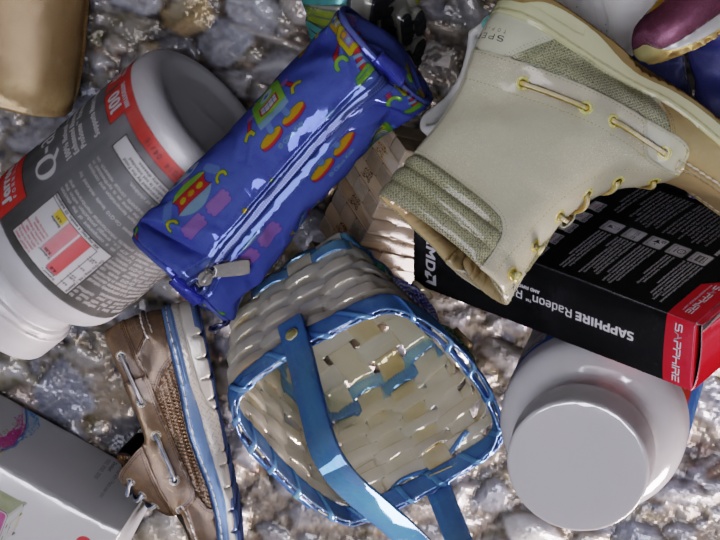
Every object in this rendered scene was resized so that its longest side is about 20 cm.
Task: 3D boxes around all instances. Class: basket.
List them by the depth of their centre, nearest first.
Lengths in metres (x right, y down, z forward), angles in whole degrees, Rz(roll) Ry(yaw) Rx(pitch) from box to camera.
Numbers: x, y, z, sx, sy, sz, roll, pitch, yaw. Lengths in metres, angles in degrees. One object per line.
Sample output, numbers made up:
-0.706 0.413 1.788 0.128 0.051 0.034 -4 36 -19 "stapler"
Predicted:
0.004 0.086 1.572 0.139 0.200 0.176 -28 135 14 "basket"

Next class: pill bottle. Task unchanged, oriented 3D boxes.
0.145 0.077 1.605 0.112 0.200 0.112 4 112 11 "pill bottle"
-0.162 -0.037 1.680 0.200 0.116 0.116 -38 98 22 "pill bottle"

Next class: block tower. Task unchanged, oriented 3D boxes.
0.000 0.000 1.679 0.058 0.054 0.200 12 118 -31 "block tower"

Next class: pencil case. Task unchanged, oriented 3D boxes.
-0.046 -0.059 1.562 0.078 0.087 0.200 40 99 -21 "pencil case"

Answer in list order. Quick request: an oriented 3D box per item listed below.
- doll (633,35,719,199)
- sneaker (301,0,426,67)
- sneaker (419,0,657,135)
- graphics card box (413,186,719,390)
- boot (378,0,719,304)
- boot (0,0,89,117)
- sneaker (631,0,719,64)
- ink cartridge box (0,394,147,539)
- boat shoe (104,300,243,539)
0.200 -0.071 1.618 0.136 0.048 0.200 -6 107 26 "doll"
-0.005 -0.165 1.630 0.080 0.077 0.200 28 120 31 "sneaker"
0.109 -0.144 1.557 0.200 0.088 0.075 -57 47 16 "sneaker"
0.145 -0.006 1.575 0.200 0.125 0.051 22 128 30 "graphics card box"
0.123 -0.043 1.504 0.200 0.072 0.155 35 79 -13 "boot"
-0.244 -0.209 1.662 0.175 0.066 0.200 18 115 6 "boot"
0.209 -0.202 1.518 0.200 0.075 0.090 -44 99 -16 "sneaker"
-0.259 0.165 1.797 0.200 0.085 0.145 28 114 0 "ink cartridge box"
-0.121 0.121 1.751 0.072 0.072 0.200 -10 98 0 "boat shoe"
